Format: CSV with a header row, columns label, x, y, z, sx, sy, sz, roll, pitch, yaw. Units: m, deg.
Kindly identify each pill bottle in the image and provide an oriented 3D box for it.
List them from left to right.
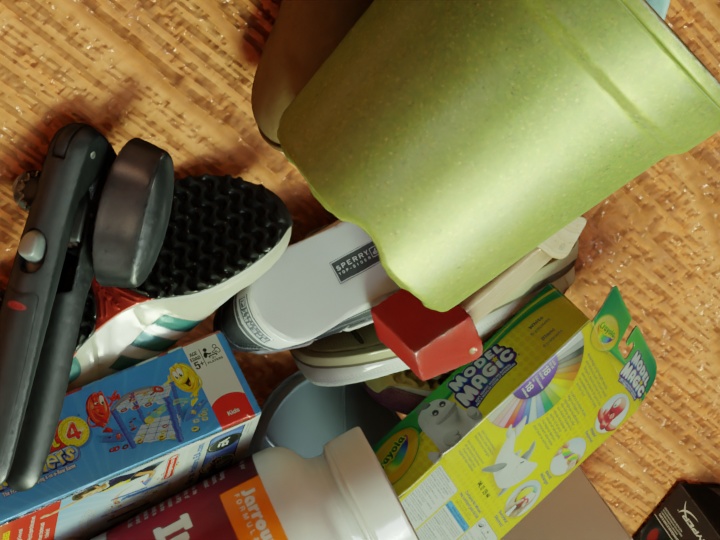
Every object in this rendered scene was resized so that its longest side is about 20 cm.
label,x,y,z,sx,sy,sz,roll,pitch,yaw
pill bottle,-0.069,0.171,1.559,0.199,0.113,0.113,-28,144,-1

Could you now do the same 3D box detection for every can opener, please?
label,x,y,z,sx,sy,sz,roll,pitch,yaw
can opener,-0.164,0.019,1.446,0.063,0.078,0.201,23,87,-50

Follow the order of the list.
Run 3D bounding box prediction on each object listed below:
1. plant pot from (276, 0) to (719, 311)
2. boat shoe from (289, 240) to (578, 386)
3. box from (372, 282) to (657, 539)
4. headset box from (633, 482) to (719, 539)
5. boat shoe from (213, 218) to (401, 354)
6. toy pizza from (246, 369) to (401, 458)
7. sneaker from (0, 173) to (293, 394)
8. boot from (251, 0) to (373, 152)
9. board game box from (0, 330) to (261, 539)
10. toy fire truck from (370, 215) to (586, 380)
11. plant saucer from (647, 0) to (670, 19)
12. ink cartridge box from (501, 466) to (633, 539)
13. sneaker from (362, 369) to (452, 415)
label,x,y,z,sx,sy,sz,roll,pitch,yaw
plant pot,0.064,-0.086,1.380,0.184,0.201,0.200,-43,144,8
boat shoe,0.047,0.032,1.676,0.199,0.075,0.069,-21,136,-21
box,0.092,0.095,1.689,0.200,0.048,0.118,-40,143,-6
headset box,0.251,0.261,2.101,0.148,0.075,0.201,8,126,-44
boat shoe,0.000,0.000,1.614,0.199,0.072,0.068,-28,180,-34
toy pizza,-0.020,0.160,1.702,0.032,0.202,0.200,-10,160,36
sneaker,-0.129,0.018,1.538,0.199,0.071,0.093,-31,162,-9
boot,-0.058,-0.157,1.390,0.199,0.066,0.176,16,108,-49
board game box,-0.165,0.128,1.574,0.195,0.056,0.200,-22,163,-18
toy fire truck,0.093,-0.041,1.555,0.199,0.049,0.142,-30,135,-18
plant saucer,0.082,-0.138,1.543,0.200,0.039,0.202,-23,143,-18
ink cartridge box,0.084,0.241,1.935,0.144,0.084,0.201,-9,136,-33
sneaker,0.069,0.096,1.766,0.199,0.075,0.090,7,121,-43
